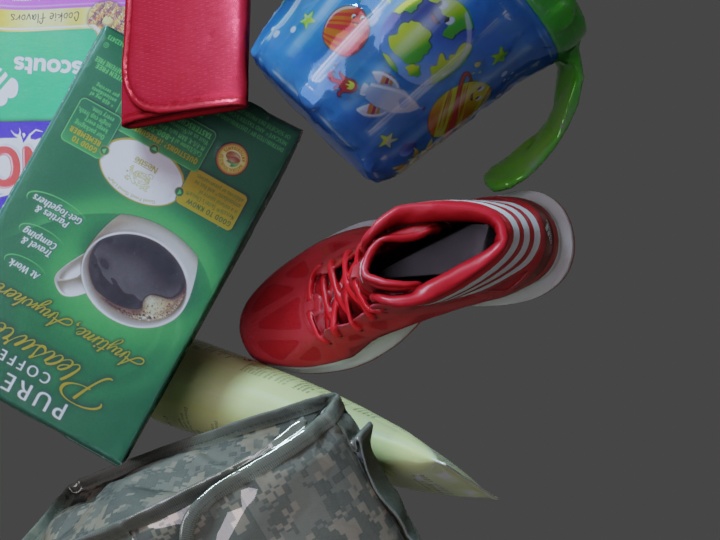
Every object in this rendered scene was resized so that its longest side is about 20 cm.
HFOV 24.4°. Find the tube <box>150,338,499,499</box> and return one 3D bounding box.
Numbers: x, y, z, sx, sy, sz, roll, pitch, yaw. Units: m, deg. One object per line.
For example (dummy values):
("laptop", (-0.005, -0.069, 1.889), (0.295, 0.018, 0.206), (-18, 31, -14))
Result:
("tube", (-0.026, 0.084, 0.886), (0.199, 0.058, 0.052), (15, 119, 29))

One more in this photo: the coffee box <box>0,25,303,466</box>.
("coffee box", (-0.129, -0.013, 0.879), (0.123, 0.044, 0.201), (27, 85, -3))

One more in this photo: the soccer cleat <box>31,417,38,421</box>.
("soccer cleat", (-0.216, 0.000, 1.012), (0.201, 0.066, 0.076), (66, 153, 7))

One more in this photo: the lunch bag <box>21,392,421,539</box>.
("lunch bag", (-0.055, 0.167, 0.846), (0.199, 0.118, 0.165), (-24, 103, 23))

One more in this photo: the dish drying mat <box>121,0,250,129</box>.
("dish drying mat", (-0.090, -0.175, 0.855), (0.076, 0.018, 0.201), (-7, 74, 26))

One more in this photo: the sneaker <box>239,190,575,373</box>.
("sneaker", (0.000, 0.000, 0.855), (0.199, 0.115, 0.079), (-24, 75, 25))

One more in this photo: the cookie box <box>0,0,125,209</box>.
("cookie box", (-0.168, -0.104, 0.940), (0.170, 0.075, 0.201), (3, 88, -3))

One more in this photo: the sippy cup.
("sippy cup", (0.021, -0.119, 0.829), (0.130, 0.140, 0.178), (-45, 77, 1))
